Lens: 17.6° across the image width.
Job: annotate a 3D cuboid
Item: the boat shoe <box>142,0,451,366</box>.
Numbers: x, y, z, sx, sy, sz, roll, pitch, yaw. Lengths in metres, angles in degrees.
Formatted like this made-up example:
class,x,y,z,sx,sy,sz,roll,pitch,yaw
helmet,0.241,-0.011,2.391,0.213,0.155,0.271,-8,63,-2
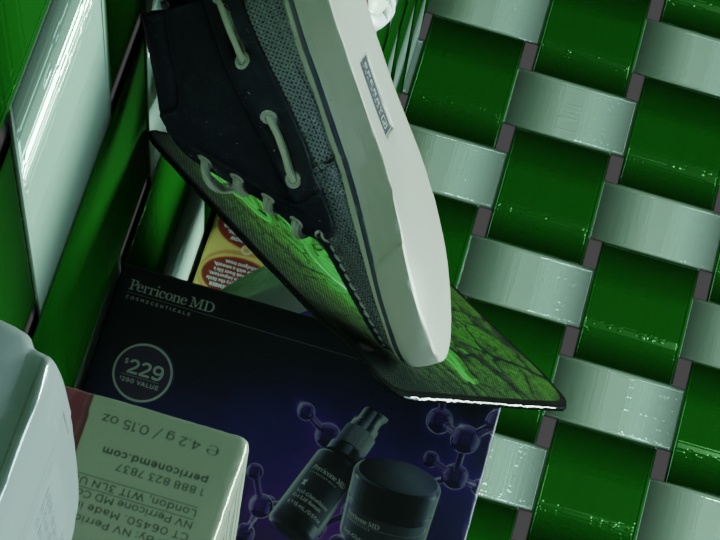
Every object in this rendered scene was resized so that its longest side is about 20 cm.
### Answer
class,x,y,z,sx,sy,sz,roll,pitch,yaw
boat shoe,-0.027,-0.046,1.029,0.075,0.092,0.201,-50,125,-68

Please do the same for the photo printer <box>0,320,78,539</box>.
class,x,y,z,sx,sy,sz,roll,pitch,yaw
photo printer,-0.141,0.127,0.651,0.167,0.069,0.201,100,6,-67

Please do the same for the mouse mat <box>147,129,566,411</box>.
class,x,y,z,sx,sy,sz,roll,pitch,yaw
mouse mat,0.000,0.000,1.121,0.161,0.200,0.008,8,121,-55

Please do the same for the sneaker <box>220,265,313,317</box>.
class,x,y,z,sx,sy,sz,roll,pitch,yaw
sneaker,-0.024,0.069,1.272,0.081,0.147,0.200,-39,-171,-39

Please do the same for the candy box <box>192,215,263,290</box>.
class,x,y,z,sx,sy,sz,roll,pitch,yaw
candy box,-0.067,-0.018,1.524,0.117,0.056,0.201,101,4,-63

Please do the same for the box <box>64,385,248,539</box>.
class,x,y,z,sx,sy,sz,roll,pitch,yaw
box,-0.121,0.156,0.824,0.128,0.109,0.201,103,4,-53

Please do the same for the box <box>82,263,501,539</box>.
class,x,y,z,sx,sy,sz,roll,pitch,yaw
box,-0.042,0.096,1.148,0.079,0.199,0.142,99,7,-70

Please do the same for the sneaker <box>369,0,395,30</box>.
class,x,y,z,sx,sy,sz,roll,pitch,yaw
sneaker,-0.020,-0.191,1.238,0.200,0.075,0.081,-99,-171,-54
